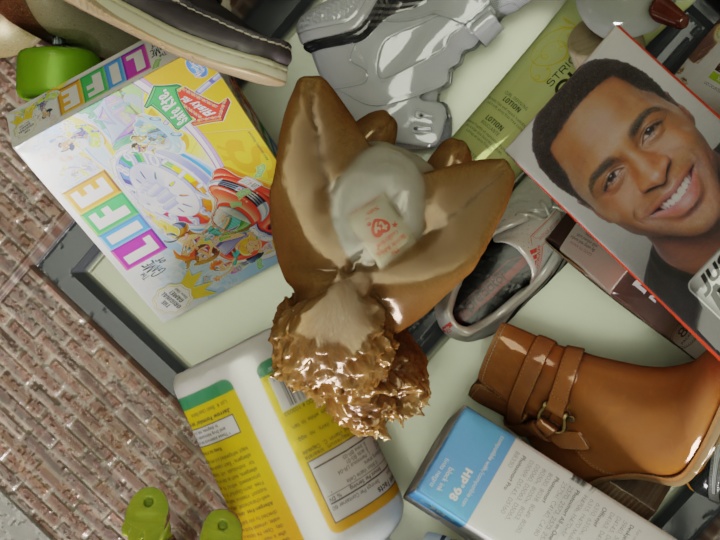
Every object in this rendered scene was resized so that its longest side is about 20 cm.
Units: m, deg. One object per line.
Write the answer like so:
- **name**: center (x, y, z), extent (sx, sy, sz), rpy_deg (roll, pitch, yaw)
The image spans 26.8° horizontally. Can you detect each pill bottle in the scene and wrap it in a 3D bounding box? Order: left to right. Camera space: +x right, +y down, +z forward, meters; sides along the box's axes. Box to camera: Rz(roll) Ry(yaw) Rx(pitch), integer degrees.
- **pill bottle**: center (-0.038, 0.140, 1.022), extent (0.112, 0.113, 0.202), rpy_deg (-26, 90, 6)

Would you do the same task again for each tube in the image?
- **tube**: center (0.133, -0.134, 1.019), extent (0.058, 0.052, 0.200), rpy_deg (43, 89, -15)

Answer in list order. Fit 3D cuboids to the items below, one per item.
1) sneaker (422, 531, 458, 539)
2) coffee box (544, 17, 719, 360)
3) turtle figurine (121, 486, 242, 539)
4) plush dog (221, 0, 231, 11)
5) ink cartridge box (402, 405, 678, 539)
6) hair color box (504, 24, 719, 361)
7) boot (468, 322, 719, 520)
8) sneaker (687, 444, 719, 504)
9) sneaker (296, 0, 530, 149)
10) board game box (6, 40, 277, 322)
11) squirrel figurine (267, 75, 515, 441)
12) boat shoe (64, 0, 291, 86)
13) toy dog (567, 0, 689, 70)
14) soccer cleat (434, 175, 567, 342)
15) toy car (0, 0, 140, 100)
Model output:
- **sneaker**: center (0.064, 0.269, 1.005), extent (0.078, 0.079, 0.202), rpy_deg (13, 124, 11)
- **coffee box**: center (0.229, -0.056, 0.965), extent (0.113, 0.080, 0.201), rpy_deg (33, 98, -38)
- **turtle figurine**: center (-0.111, 0.217, 1.034), extent (0.198, 0.162, 0.065), rpy_deg (28, 53, 15)
- **plush dog**: center (-0.076, -0.267, 0.975), extent (0.158, 0.172, 0.202), rpy_deg (-16, 102, 11)
- **ink cartridge box**: center (0.130, 0.175, 1.000), extent (0.199, 0.116, 0.067), rpy_deg (32, 80, 4)
- **hair color box**: center (0.190, -0.035, 0.873), extent (0.200, 0.061, 0.102), rpy_deg (45, 99, 16)
- **boot**: center (0.155, 0.076, 0.973), extent (0.154, 0.074, 0.201), rpy_deg (35, 140, 8)
- **sneaker**: center (0.260, 0.065, 1.011), extent (0.076, 0.078, 0.203), rpy_deg (3, 85, 29)
- **sneaker**: center (0.063, -0.147, 1.019), extent (0.197, 0.075, 0.116), rpy_deg (-16, 92, 11)
- **board game box**: center (-0.121, -0.060, 0.991), extent (0.133, 0.201, 0.034), rpy_deg (-27, 49, 6)
- **squirrel figurine**: center (0.000, 0.000, 0.953), extent (0.140, 0.187, 0.203), rpy_deg (16, 84, -2)
- **boat shoe**: center (-0.121, -0.167, 0.872), extent (0.198, 0.072, 0.065), rpy_deg (27, 95, 21)
- **toy dog**: center (0.205, -0.208, 0.956), extent (0.096, 0.132, 0.201), rpy_deg (26, 82, 42)
- **soccer cleat**: center (0.124, -0.030, 1.011), extent (0.069, 0.085, 0.200), rpy_deg (43, 96, 2)
- **toy car**: center (-0.228, -0.192, 1.036), extent (0.198, 0.157, 0.167), rpy_deg (1, 89, 34)
